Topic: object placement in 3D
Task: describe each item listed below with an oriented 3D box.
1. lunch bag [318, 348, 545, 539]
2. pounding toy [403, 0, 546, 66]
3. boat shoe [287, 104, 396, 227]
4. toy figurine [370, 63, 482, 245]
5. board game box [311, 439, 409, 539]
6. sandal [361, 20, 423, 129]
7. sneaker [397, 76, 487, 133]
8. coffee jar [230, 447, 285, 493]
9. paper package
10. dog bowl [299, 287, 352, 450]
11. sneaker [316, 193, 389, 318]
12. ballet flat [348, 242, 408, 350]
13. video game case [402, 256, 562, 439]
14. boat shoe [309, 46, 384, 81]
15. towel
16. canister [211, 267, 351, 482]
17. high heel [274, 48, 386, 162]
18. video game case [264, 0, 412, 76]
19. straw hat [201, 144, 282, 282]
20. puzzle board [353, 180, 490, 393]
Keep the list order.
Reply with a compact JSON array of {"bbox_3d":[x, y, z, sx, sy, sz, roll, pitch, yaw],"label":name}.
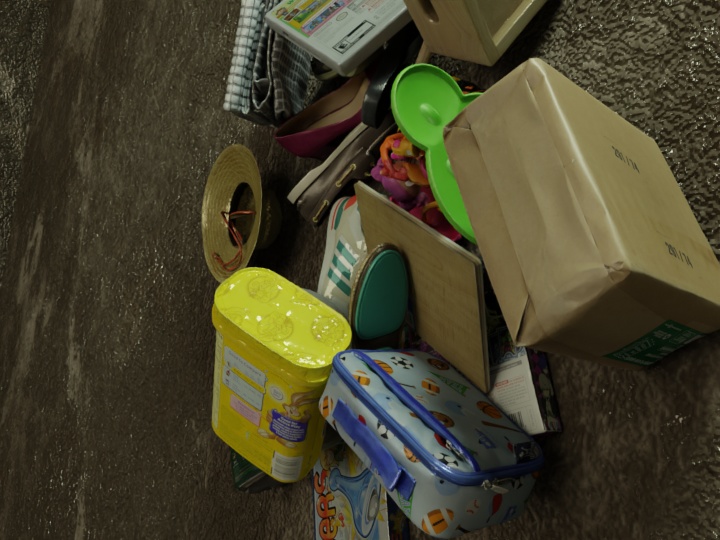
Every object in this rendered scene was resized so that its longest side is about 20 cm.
[{"bbox_3d":[0.060,0.144,0.604,0.199,0.157,0.077,37,111,45],"label":"lunch bag"},{"bbox_3d":[0.106,-0.310,0.701,0.185,0.201,0.141,-49,43,-8],"label":"pounding toy"},{"bbox_3d":[-0.011,-0.139,0.887,0.199,0.072,0.060,-41,93,20],"label":"boat shoe"},{"bbox_3d":[0.070,-0.089,0.702,0.152,0.199,0.183,-57,14,-25],"label":"toy figurine"},{"bbox_3d":[-0.002,0.298,0.787,0.134,0.034,0.206,-24,63,44],"label":"board game box"},{"bbox_3d":[0.056,-0.258,0.822,0.042,0.076,0.205,19,76,11],"label":"sandal"},{"bbox_3d":[0.115,-0.182,0.745,0.197,0.069,0.093,-14,64,45],"label":"sneaker"},{"bbox_3d":[-0.138,0.189,0.934,0.103,0.084,0.205,-35,56,31],"label":"coffee jar"},{"bbox_3d":[0.180,-0.033,0.531,0.103,0.196,0.195,-36,55,36],"label":"paper package"},{"bbox_3d":[-0.076,0.114,0.823,0.195,0.058,0.206,13,115,28],"label":"dog bowl"},{"bbox_3d":[0.000,0.000,0.831,0.092,0.069,0.207,-13,69,53],"label":"sneaker"},{"bbox_3d":[0.012,0.062,0.712,0.065,0.068,0.206,-139,46,-58],"label":"ballet flat"},{"bbox_3d":[0.102,0.098,0.714,0.198,0.035,0.187,-30,60,42],"label":"video game case"},{"bbox_3d":[-0.030,-0.299,0.906,0.071,0.067,0.200,-40,24,-6],"label":"boat shoe"},{"bbox_3d":[-0.117,-0.291,0.960,0.200,0.083,0.171,-44,-35,-83],"label":"towel"},{"bbox_3d":[-0.094,0.118,0.731,0.146,0.086,0.204,30,133,18],"label":"canister"},{"bbox_3d":[-0.029,-0.224,0.902,0.201,0.094,0.068,-50,47,29],"label":"high heel"},{"bbox_3d":[0.003,-0.330,0.814,0.199,0.022,0.182,-41,50,-7],"label":"video game case"},{"bbox_3d":[-0.165,-0.081,1.036,0.198,0.083,0.208,-8,79,51],"label":"straw hat"},{"bbox_3d":[0.062,0.010,0.682,0.199,0.017,0.154,40,150,48],"label":"puzzle board"}]
